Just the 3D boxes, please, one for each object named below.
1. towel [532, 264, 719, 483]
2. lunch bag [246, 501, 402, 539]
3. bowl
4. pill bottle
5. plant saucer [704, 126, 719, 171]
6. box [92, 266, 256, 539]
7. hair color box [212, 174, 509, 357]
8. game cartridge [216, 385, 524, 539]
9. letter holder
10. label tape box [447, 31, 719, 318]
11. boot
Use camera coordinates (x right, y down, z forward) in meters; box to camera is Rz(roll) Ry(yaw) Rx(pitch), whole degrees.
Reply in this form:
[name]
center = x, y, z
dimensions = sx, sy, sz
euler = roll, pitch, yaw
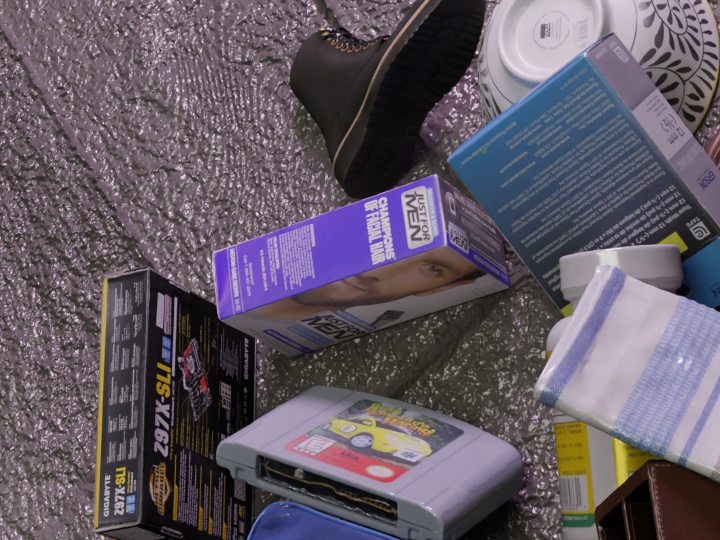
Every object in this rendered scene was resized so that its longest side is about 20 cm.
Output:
[towel]
center = 0.219, 0.073, 1.379
dimensions = 0.199, 0.024, 0.147
euler = 23, 40, 12
[lunch bag]
center = 0.002, 0.255, 1.560
dimensions = 0.199, 0.132, 0.136
euler = 14, 80, 34
[bowl]
center = 0.160, -0.164, 1.644
dimensions = 0.200, 0.094, 0.202
euler = -11, 68, 28
[pill bottle]
center = 0.186, 0.087, 1.497
dimensions = 0.112, 0.113, 0.201
euler = -8, 85, 28
[plant saucer]
center = 0.320, -0.056, 1.546
dimensions = 0.199, 0.034, 0.201
euler = -11, 67, 26
[box]
center = -0.140, 0.117, 1.680
dimensions = 0.049, 0.160, 0.201
euler = -11, 68, 28
[hair color box]
center = 0.000, 0.000, 1.670
dimensions = 0.199, 0.109, 0.065
euler = -20, 63, 24
[game cartridge]
center = 0.011, 0.138, 1.603
dimensions = 0.199, 0.133, 0.041
euler = 15, 113, 31
[letter holder]
center = 0.265, 0.200, 1.377
dimensions = 0.199, 0.101, 0.143
euler = 0, 66, -16
[label tape box]
center = 0.180, -0.048, 1.572
dimensions = 0.143, 0.066, 0.200
euler = -37, 93, 34
[boot]
center = 0.009, -0.176, 1.723
dimensions = 0.200, 0.077, 0.139
euler = -56, 47, 28
